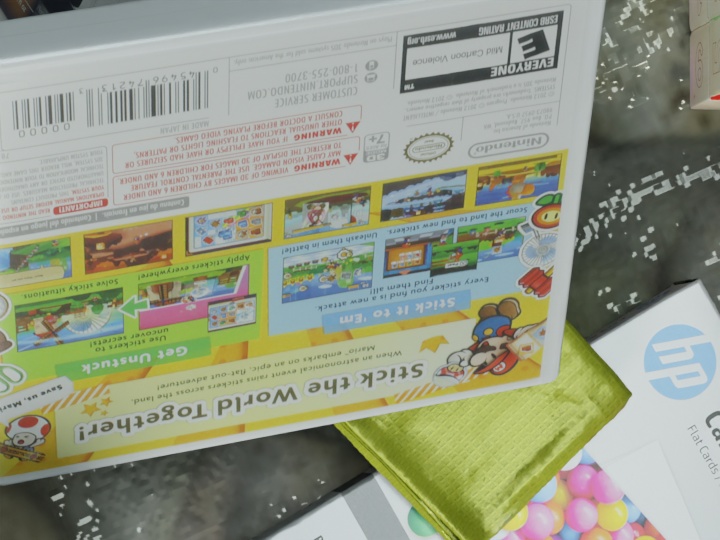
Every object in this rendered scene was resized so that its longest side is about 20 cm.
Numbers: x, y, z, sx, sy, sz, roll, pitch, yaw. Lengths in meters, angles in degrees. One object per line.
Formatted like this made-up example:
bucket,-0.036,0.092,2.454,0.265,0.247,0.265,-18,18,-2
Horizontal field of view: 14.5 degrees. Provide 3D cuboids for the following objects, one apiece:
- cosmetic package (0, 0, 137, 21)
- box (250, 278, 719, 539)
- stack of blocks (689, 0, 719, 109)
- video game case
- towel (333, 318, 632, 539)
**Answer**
cosmetic package,-0.073,-0.139,0.915,0.051,0.151,0.200,0,45,-44
box,0.072,0.120,1.019,0.199,0.041,0.157,-30,92,-9
stack of blocks,0.181,-0.076,1.031,0.114,0.059,0.202,0,88,-8
video game case,-0.026,-0.016,0.892,0.199,0.183,0.023,-10,46,-13
towel,0.000,0.000,0.975,0.086,0.018,0.200,-43,99,-2
